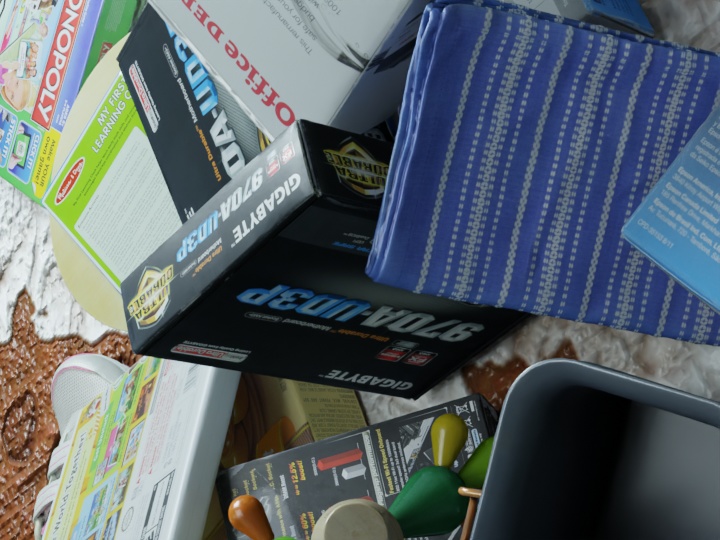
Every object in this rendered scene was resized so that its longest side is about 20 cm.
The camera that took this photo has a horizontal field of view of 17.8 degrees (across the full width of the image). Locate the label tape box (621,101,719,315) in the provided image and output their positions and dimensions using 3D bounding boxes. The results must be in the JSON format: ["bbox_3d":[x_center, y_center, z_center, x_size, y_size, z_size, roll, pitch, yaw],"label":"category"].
[{"bbox_3d":[0.236,-0.051,1.056,0.200,0.066,0.143,-51,50,3],"label":"label tape box"}]

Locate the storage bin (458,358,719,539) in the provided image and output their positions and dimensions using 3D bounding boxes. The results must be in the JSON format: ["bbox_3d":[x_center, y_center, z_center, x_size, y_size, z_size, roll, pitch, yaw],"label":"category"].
[{"bbox_3d":[0.122,0.141,1.104,0.145,0.134,0.202,16,98,22],"label":"storage bin"}]

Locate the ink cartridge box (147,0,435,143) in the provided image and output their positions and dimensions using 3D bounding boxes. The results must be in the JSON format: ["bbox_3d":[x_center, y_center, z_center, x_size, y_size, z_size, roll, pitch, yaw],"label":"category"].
[{"bbox_3d":[-0.011,-0.175,1.137,0.145,0.084,0.200,49,136,12],"label":"ink cartridge box"}]

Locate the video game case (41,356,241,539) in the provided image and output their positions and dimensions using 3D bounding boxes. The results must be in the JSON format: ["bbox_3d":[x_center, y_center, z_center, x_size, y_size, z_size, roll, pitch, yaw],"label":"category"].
[{"bbox_3d":[-0.131,0.123,1.324,0.182,0.023,0.201,-39,29,41],"label":"video game case"}]

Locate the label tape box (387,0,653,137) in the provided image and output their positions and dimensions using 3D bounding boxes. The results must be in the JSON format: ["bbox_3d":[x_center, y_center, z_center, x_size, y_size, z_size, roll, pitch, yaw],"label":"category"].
[{"bbox_3d":[0.044,-0.131,1.251,0.200,0.066,0.144,-38,61,28],"label":"label tape box"}]

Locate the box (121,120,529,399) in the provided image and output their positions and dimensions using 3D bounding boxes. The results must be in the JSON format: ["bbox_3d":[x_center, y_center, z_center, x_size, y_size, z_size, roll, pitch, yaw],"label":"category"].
[{"bbox_3d":[0.000,0.000,1.204,0.159,0.199,0.046,-39,53,37],"label":"box"}]

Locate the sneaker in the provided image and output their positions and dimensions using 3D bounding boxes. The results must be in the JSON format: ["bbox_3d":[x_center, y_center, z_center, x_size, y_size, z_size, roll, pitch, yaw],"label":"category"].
[{"bbox_3d":[-0.163,0.142,1.458,0.081,0.088,0.201,-41,58,36],"label":"sneaker"}]

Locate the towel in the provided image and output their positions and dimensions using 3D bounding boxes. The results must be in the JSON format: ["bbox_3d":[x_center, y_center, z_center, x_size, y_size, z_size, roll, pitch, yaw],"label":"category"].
[{"bbox_3d":[0.109,-0.046,1.114,0.024,0.198,0.146,-138,59,-71],"label":"towel"}]

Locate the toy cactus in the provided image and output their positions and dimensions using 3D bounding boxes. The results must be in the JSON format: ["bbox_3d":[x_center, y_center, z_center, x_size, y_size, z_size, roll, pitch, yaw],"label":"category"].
[{"bbox_3d":[-0.002,0.132,1.139,0.165,0.199,0.103,88,158,-76],"label":"toy cactus"}]

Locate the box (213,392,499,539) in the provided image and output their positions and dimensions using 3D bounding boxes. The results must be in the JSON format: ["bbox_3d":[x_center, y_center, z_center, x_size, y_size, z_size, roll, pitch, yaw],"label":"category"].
[{"bbox_3d":[0.019,0.184,1.234,0.157,0.050,0.201,-18,71,10],"label":"box"}]

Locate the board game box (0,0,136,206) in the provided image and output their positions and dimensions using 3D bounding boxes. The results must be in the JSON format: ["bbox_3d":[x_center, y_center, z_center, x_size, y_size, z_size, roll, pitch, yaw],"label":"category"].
[{"bbox_3d":[-0.212,-0.159,1.567,0.134,0.029,0.201,32,110,44],"label":"board game box"}]

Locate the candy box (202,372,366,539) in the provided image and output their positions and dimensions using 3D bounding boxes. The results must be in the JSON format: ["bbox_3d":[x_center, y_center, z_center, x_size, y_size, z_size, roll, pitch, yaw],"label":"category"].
[{"bbox_3d":[-0.043,0.134,1.353,0.115,0.055,0.201,-40,61,36],"label":"candy box"}]

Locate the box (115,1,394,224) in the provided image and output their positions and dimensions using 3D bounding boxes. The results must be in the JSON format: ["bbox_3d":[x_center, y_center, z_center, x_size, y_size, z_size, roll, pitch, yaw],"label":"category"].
[{"bbox_3d":[-0.061,-0.091,1.293,0.159,0.046,0.201,-53,52,45],"label":"box"}]

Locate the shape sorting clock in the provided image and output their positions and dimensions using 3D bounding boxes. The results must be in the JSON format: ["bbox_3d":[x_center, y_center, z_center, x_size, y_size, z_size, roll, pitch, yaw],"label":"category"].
[{"bbox_3d":[-0.122,-0.060,1.423,0.199,0.039,0.202,-8,77,37],"label":"shape sorting clock"}]
